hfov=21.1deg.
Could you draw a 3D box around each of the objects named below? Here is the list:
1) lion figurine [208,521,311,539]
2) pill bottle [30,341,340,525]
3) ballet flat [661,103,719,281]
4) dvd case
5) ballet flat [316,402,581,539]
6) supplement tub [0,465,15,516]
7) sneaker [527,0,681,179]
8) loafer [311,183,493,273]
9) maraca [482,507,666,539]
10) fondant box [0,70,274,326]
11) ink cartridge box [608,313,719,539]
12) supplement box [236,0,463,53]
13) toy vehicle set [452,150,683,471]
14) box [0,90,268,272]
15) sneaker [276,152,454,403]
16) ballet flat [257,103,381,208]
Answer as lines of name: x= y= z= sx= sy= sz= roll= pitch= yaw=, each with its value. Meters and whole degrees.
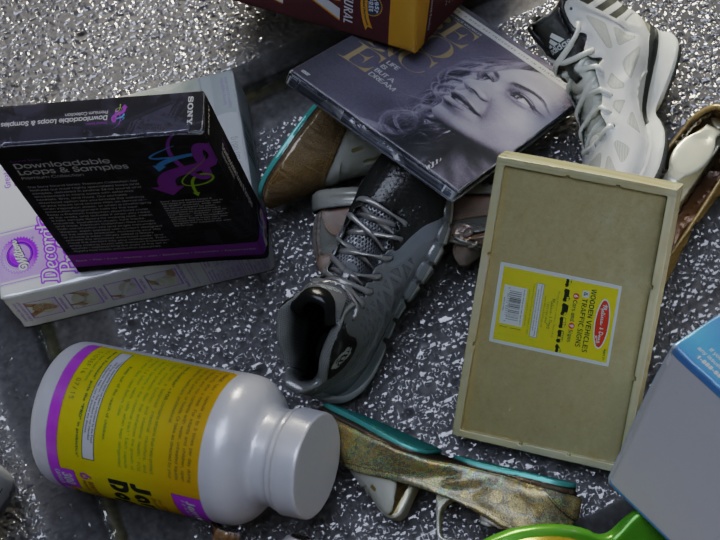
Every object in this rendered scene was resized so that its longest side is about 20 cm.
lion figurine: x=-0.033 y=0.248 z=1.291 sx=0.199 sy=0.072 sz=0.123 roll=17 pitch=98 yaw=31
pill bottle: x=-0.119 y=0.115 z=1.327 sx=0.199 sy=0.104 sz=0.105 roll=10 pitch=68 yaw=23
ballet flat: x=0.205 y=-0.039 z=1.372 sx=0.068 sy=0.063 sz=0.200 roll=32 pitch=76 yaw=19
dvd case: x=0.060 y=-0.131 z=1.387 sx=0.148 sy=0.016 sz=0.200 roll=36 pitch=39 yaw=15
ballet flat: x=0.050 y=0.148 z=1.320 sx=0.199 sy=0.071 sz=0.071 roll=17 pitch=70 yaw=17
supplement tub: x=-0.339 y=0.198 z=1.334 sx=0.122 sy=0.123 sz=0.201 roll=26 pitch=74 yaw=20
sneaker: x=0.157 y=-0.121 z=1.368 sx=0.115 sy=0.076 sz=0.201 roll=33 pitch=47 yaw=-19
loafer: x=0.061 y=-0.028 z=1.398 sx=0.199 sy=0.072 sz=0.063 roll=0 pitch=83 yaw=17
maraca: x=0.128 y=0.223 z=1.246 sx=0.199 sy=0.138 sz=0.107 roll=-15 pitch=21 yaw=-9
fondant box: x=-0.174 y=-0.054 z=1.450 sx=0.199 sy=0.058 sz=0.145 roll=-14 pitch=66 yaw=5
ink cartridge box: x=0.289 y=0.094 z=1.216 sx=0.200 sy=0.146 sz=0.147 roll=-30 pitch=62 yaw=-33
supplement box: x=-0.006 y=-0.283 z=1.433 sx=0.199 sy=0.133 sz=0.197 roll=18 pitch=37 yaw=17
toy vehicle set: x=0.139 y=0.028 z=1.314 sx=0.124 sy=0.027 sz=0.201 roll=13 pitch=104 yaw=15
box: x=-0.150 y=-0.057 z=1.307 sx=0.142 sy=0.200 sz=0.036 roll=-4 pitch=67 yaw=8
sneaker: x=0.000 y=0.000 z=1.323 sx=0.075 sy=0.115 sz=0.201 roll=22 pitch=95 yaw=18
ballet flat: x=0.001 y=-0.117 z=1.444 sx=0.072 sy=0.068 sz=0.200 roll=28 pitch=64 yaw=7
